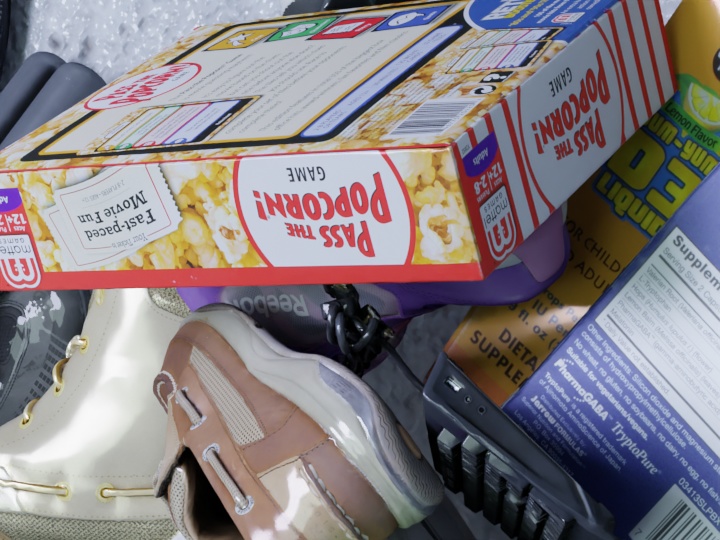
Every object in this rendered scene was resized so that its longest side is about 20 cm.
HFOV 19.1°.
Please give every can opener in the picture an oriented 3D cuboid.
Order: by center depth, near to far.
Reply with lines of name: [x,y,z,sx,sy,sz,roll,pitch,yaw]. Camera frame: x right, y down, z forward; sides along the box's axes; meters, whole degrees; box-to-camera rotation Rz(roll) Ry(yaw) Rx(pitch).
can opener: [-0.191,-0.019,0.930,0.053,0.067,0.201,23,74,48]

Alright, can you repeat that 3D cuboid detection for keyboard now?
keyboard: [0.032,0.058,0.719,0.127,0.200,0.021,44,83,11]

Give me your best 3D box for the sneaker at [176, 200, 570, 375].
sneaker: [0.000,0.000,0.796,0.199,0.080,0.089,3,120,43]

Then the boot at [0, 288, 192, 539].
boot: [-0.124,0.050,0.903,0.198,0.073,0.157,11,94,11]

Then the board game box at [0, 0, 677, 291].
board game box: [-0.014,-0.047,0.730,0.199,0.151,0.047,-1,115,35]

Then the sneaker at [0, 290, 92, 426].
sneaker: [-0.201,0.064,0.968,0.200,0.090,0.067,-36,70,28]

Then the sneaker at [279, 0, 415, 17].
sneaker: [-0.008,-0.137,0.866,0.088,0.074,0.202,8,95,52]

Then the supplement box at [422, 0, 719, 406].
supplement box: [0.108,-0.018,0.776,0.066,0.069,0.201,42,109,26]

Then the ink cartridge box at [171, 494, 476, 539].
ink cartridge box: [-0.022,0.150,0.753,0.145,0.200,0.084,-36,107,7]

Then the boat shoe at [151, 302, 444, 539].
boat shoe: [-0.043,0.063,0.751,0.072,0.200,0.076,-43,106,-12]

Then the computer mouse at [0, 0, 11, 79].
computer mouse: [-0.195,-0.119,1.000,0.138,0.053,0.202,10,84,31]

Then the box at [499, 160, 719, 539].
box: [0.146,0.018,0.674,0.121,0.032,0.200,49,114,22]
